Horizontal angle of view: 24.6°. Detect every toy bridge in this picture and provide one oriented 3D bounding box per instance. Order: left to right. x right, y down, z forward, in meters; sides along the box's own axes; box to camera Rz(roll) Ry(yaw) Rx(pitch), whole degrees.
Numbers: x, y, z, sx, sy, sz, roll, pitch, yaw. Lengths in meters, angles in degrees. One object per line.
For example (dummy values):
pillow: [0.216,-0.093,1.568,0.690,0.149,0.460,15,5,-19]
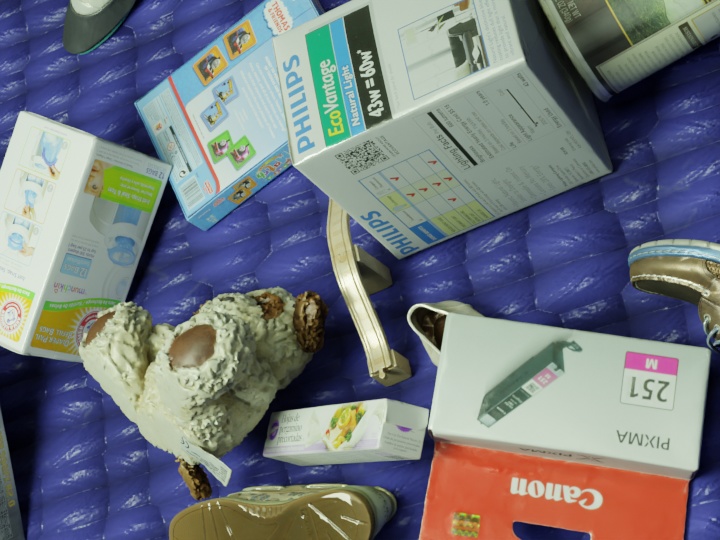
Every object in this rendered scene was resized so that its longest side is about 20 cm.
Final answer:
toy bridge: [0.000,0.000,1.374,0.027,0.067,0.201,-23,60,19]

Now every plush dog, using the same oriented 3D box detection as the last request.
plush dog: [-0.105,0.078,1.356,0.172,0.161,0.199,-39,25,-31]

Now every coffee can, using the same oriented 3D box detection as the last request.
coffee can: [0.243,-0.243,1.286,0.199,0.146,0.147,-29,59,17]

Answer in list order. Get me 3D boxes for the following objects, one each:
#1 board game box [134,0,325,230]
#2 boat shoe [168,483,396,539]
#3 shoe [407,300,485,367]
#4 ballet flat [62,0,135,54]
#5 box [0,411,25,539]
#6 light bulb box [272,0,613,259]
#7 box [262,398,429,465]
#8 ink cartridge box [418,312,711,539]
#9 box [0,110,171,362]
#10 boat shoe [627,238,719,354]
board game box: [-0.100,-0.154,1.511,0.199,0.037,0.152,-36,57,14]
boat shoe: [-0.065,0.211,1.338,0.199,0.063,0.074,-9,92,29]
shoe: [0.110,0.086,1.284,0.200,0.053,0.070,39,92,35]
ballet flat: [-0.238,-0.302,1.631,0.200,0.073,0.073,-43,56,8]
box: [-0.393,0.156,1.487,0.157,0.048,0.202,-3,103,29]
light bulb box: [0.066,-0.130,1.309,0.199,0.198,0.126,-22,59,19]
box: [-0.015,0.128,1.287,0.200,0.041,0.039,-16,59,61]
ink cartridge box: [0.147,0.131,1.208,0.198,0.044,0.175,8,72,7]
box: [-0.270,-0.026,1.494,0.101,0.112,0.202,21,92,34]
boat shoe: [0.282,0.027,1.200,0.199,0.072,0.073,11,77,32]
